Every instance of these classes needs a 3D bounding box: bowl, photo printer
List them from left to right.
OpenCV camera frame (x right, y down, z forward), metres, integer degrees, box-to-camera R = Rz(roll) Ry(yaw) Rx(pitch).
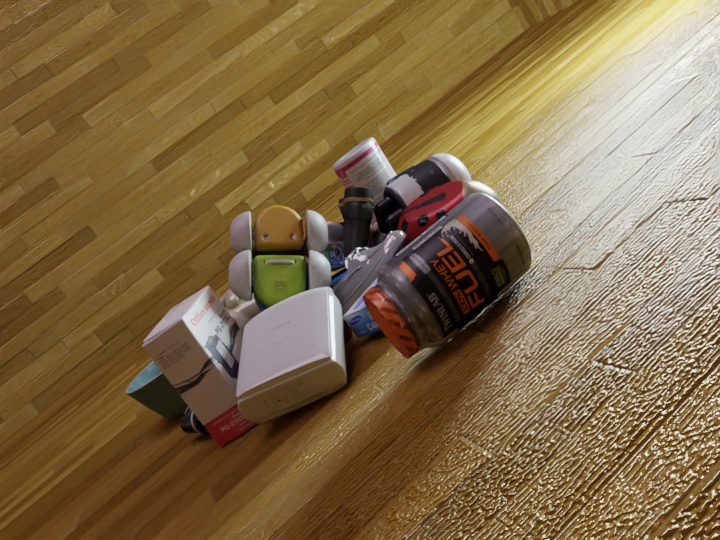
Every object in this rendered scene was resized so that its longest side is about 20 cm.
[{"bbox_3d":[-0.362,0.219,1.404,0.199,0.106,0.201,-35,13,9],"label":"bowl"},{"bbox_3d":[-0.100,0.112,1.025,0.163,0.070,0.202,-24,31,11],"label":"photo printer"}]

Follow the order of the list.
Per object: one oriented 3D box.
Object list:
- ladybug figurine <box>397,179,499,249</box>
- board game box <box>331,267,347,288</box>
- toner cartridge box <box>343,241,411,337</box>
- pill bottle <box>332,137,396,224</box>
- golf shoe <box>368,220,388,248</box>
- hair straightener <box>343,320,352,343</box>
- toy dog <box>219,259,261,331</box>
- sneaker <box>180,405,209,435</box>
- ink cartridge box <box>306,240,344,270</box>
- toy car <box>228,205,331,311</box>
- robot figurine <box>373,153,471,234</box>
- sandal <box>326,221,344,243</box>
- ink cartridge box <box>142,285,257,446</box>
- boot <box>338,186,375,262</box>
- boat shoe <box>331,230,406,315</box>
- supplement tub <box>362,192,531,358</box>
[{"bbox_3d":[0.139,-0.093,1.175,0.196,0.072,0.138,-24,37,26],"label":"ladybug figurine"},{"bbox_3d":[-0.029,0.026,1.354,0.198,0.040,0.157,-25,7,42],"label":"board game box"},{"bbox_3d":[0.063,0.017,1.075,0.094,0.044,0.200,-26,16,48],"label":"toner cartridge box"},{"bbox_3d":[0.035,-0.176,1.524,0.112,0.202,0.114,-32,12,8],"label":"pill bottle"},{"bbox_3d":[0.097,-0.104,1.430,0.090,0.074,0.201,5,45,40],"label":"golf shoe"},{"bbox_3d":[-0.094,0.157,1.083,0.201,0.041,0.076,-49,17,-29],"label":"hair straightener"},{"bbox_3d":[-0.220,0.107,1.418,0.191,0.142,0.200,20,47,33],"label":"toy dog"},{"bbox_3d":[-0.252,0.212,1.220,0.089,0.067,0.201,-22,21,39],"label":"sneaker"},{"bbox_3d":[-0.110,-0.015,1.384,0.196,0.052,0.108,-12,-5,-30],"label":"ink cartridge box"},{"bbox_3d":[-0.141,-0.006,1.215,0.169,0.152,0.204,-1,53,-8],"label":"toy car"},{"bbox_3d":[0.122,-0.134,1.321,0.198,0.152,0.125,-34,-2,-13],"label":"robot figurine"},{"bbox_3d":[-0.033,-0.078,1.470,0.077,0.061,0.207,6,-17,12],"label":"sandal"},{"bbox_3d":[-0.233,0.146,1.095,0.083,0.202,0.145,-31,13,14],"label":"ink cartridge box"},{"bbox_3d":[-0.012,-0.069,1.336,0.075,0.143,0.200,3,-7,4],"label":"boot"},{"bbox_3d":[0.000,0.000,1.182,0.201,0.068,0.072,-51,-5,25],"label":"boat shoe"},{"bbox_3d":[0.106,0.009,0.862,0.199,0.124,0.122,-39,13,-9],"label":"supplement tub"}]
